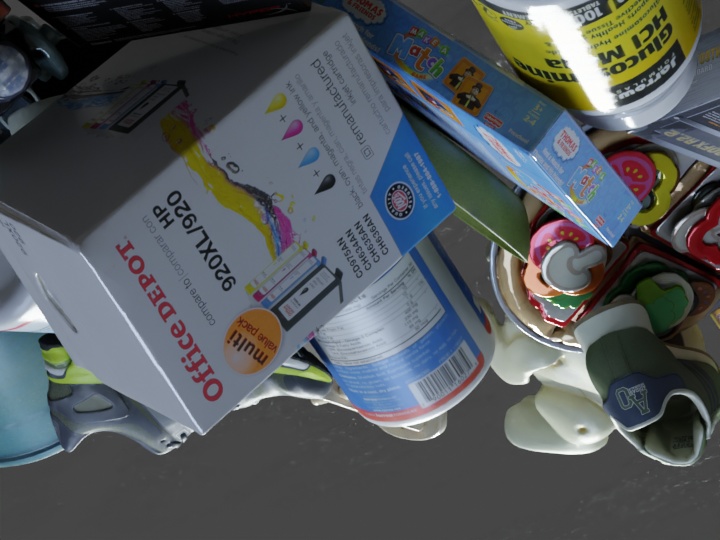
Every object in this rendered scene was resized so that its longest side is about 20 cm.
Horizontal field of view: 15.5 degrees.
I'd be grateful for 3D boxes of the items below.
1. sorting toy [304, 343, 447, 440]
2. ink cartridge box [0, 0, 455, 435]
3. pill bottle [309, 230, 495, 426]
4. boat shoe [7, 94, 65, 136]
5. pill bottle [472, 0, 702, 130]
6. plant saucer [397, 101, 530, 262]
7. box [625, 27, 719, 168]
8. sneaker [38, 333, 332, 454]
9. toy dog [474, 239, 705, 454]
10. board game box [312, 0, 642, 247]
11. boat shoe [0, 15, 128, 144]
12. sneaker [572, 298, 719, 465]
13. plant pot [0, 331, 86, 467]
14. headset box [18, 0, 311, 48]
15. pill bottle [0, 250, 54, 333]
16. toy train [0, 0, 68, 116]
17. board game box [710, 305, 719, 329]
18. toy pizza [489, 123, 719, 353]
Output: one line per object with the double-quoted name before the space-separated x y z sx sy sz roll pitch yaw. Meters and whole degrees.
"sorting toy" -0.059 0.060 2.038 0.200 0.107 0.180 21 161 -40
"ink cartridge box" -0.085 -0.039 1.461 0.145 0.200 0.147 24 150 53
"pill bottle" 0.000 0.000 1.764 0.112 0.112 0.200 -10 128 32
"boat shoe" -0.114 -0.070 1.567 0.200 0.062 0.073 -4 164 -37
"pill bottle" 0.119 -0.151 1.405 0.112 0.113 0.200 -3 159 18
"plant saucer" 0.030 -0.076 1.613 0.200 0.031 0.200 36 180 0
"box" 0.287 -0.098 1.612 0.200 0.048 0.158 18 156 -34
"sneaker" -0.116 0.078 1.745 0.200 0.081 0.074 1 -164 -17
"toy dog" 0.157 0.035 1.845 0.194 0.140 0.200 23 156 36
"board game box" 0.056 -0.099 1.502 0.200 0.037 0.151 37 178 29
"boat shoe" -0.190 -0.114 1.609 0.200 0.075 0.062 -7 159 22
"sneaker" 0.200 0.092 1.737 0.067 0.090 0.200 -27 151 16
"plant pot" -0.261 0.000 1.781 0.200 0.200 0.188 -6 144 23
"headset box" -0.133 -0.196 1.377 0.149 0.077 0.200 -7 156 26
"pill bottle" -0.166 -0.013 1.674 0.109 0.109 0.200 -14 170 38
"toy train" -0.233 -0.127 1.475 0.114 0.085 0.200 44 172 -14
"board game box" 0.287 0.006 1.777 0.096 0.030 0.200 -36 178 0
"toy pizza" 0.181 -0.021 1.708 0.200 0.032 0.200 -10 129 -13
